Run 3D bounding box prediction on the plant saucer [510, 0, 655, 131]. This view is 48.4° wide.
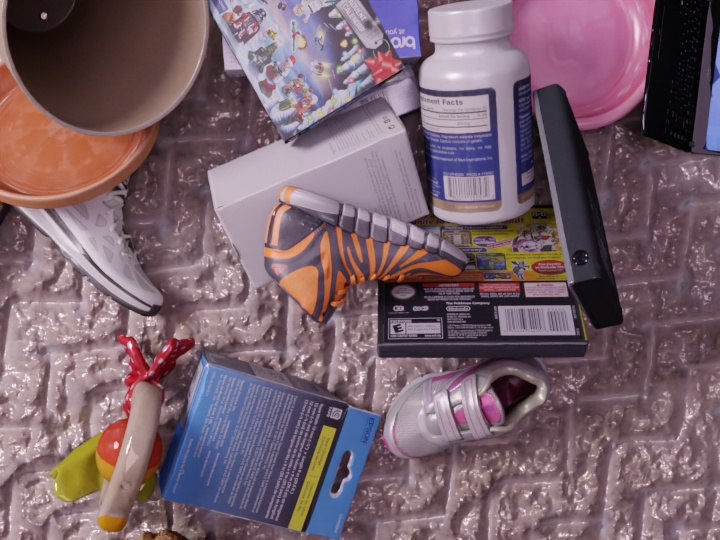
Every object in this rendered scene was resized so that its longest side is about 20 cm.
[{"bbox_3d":[0.225,-0.250,0.853,0.197,0.051,0.205,0,93,-4],"label":"plant saucer"}]

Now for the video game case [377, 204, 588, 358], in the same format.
[{"bbox_3d":[0.116,0.007,0.805,0.196,0.026,0.183,-1,50,3],"label":"video game case"}]

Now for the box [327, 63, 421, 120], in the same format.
[{"bbox_3d":[-0.037,-0.239,0.842,0.154,0.041,0.203,-22,95,-2],"label":"box"}]

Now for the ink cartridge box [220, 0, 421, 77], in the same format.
[{"bbox_3d":[-0.041,-0.251,0.800,0.196,0.044,0.096,-5,95,-3],"label":"ink cartridge box"}]

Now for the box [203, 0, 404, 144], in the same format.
[{"bbox_3d":[-0.065,-0.243,0.756,0.136,0.040,0.202,-31,96,-1],"label":"box"}]

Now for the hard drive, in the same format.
[{"bbox_3d":[0.212,-0.060,0.779,0.032,0.139,0.203,-14,64,21],"label":"hard drive"}]

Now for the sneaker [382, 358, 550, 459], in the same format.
[{"bbox_3d":[0.114,0.140,0.847,0.198,0.088,0.082,-28,94,-2],"label":"sneaker"}]

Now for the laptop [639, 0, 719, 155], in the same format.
[{"bbox_3d":[0.388,-0.216,0.835,0.198,0.102,0.181,4,93,-47],"label":"laptop"}]

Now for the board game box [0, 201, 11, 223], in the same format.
[{"bbox_3d":[-0.478,-0.035,0.818,0.164,0.057,0.202,31,90,-7],"label":"board game box"}]

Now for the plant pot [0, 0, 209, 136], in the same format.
[{"bbox_3d":[-0.270,-0.248,0.744,0.186,0.199,0.190,-24,130,-32],"label":"plant pot"}]

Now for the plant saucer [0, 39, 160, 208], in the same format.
[{"bbox_3d":[-0.297,-0.145,0.795,0.196,0.032,0.203,0,60,-1],"label":"plant saucer"}]

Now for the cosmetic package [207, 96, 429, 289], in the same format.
[{"bbox_3d":[-0.042,-0.079,0.809,0.197,0.085,0.109,-21,128,-2],"label":"cosmetic package"}]

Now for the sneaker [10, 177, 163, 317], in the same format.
[{"bbox_3d":[-0.255,-0.053,0.821,0.201,0.076,0.115,45,84,-10],"label":"sneaker"}]

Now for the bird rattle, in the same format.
[{"bbox_3d":[-0.221,0.165,0.800,0.112,0.163,0.202,27,101,-22],"label":"bird rattle"}]

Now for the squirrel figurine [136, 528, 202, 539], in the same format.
[{"bbox_3d":[-0.208,0.371,0.834,0.183,0.142,0.204,4,79,7],"label":"squirrel figurine"}]

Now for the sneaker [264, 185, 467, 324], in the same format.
[{"bbox_3d":[0.000,0.000,0.759,0.197,0.078,0.114,16,94,-15],"label":"sneaker"}]

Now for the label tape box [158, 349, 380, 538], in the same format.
[{"bbox_3d":[-0.095,0.185,0.845,0.197,0.066,0.146,19,91,-20],"label":"label tape box"}]

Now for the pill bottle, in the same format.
[{"bbox_3d":[0.115,-0.157,0.794,0.109,0.111,0.203,-8,112,-3],"label":"pill bottle"}]
